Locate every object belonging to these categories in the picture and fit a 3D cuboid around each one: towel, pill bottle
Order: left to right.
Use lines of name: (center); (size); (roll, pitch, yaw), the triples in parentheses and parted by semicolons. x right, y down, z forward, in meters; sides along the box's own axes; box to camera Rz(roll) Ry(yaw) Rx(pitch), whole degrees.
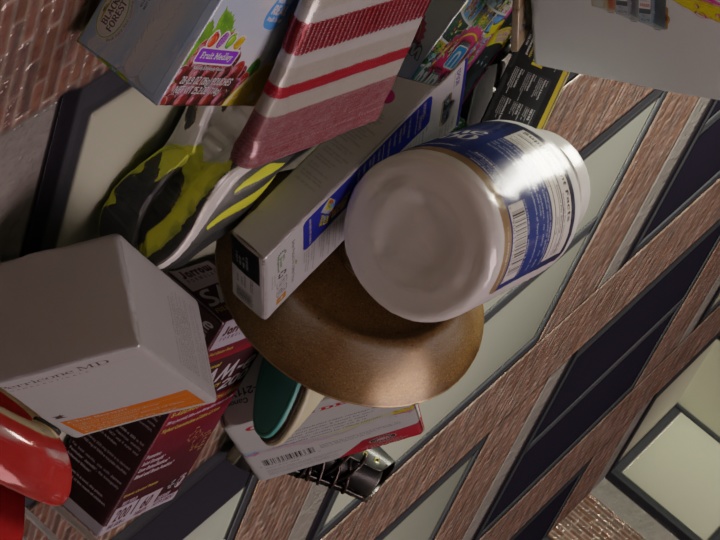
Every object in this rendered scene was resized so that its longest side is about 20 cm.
towel: (0.001, -0.156, 1.314); (0.144, 0.023, 0.201); (-26, 147, -55)
pill bottle: (0.079, -0.040, 1.541); (0.111, 0.111, 0.200); (-58, 164, 25)

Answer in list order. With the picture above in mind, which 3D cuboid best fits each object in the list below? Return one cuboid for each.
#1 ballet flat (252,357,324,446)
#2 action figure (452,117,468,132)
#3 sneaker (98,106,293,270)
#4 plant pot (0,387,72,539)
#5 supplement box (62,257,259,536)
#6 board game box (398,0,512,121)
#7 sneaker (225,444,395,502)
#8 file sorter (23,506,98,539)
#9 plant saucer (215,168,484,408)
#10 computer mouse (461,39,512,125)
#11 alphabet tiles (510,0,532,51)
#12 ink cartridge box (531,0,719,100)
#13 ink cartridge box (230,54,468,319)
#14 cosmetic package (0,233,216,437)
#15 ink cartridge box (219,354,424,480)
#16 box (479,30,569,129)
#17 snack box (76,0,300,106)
ballet flat: (-0.028, 0.032, 1.688); (0.069, 0.069, 0.202); (30, 70, -75)
action figure: (0.022, -0.049, 1.759); (0.200, 0.055, 0.118); (-50, -172, 39)
sneaker: (-0.082, -0.077, 1.446); (0.200, 0.075, 0.085); (-42, 171, 1)
plant pot: (-0.258, 0.118, 1.141); (0.183, 0.200, 0.200); (-59, 165, -2)
supplement box: (-0.138, 0.087, 1.665); (0.201, 0.061, 0.109); (-59, 163, 24)
board game box: (0.054, -0.172, 1.616); (0.200, 0.064, 0.147); (-53, 165, 10)
sneaker: (-0.037, 0.159, 2.044); (0.075, 0.106, 0.200); (-55, 165, 18)
file sorter: (-0.252, 0.243, 1.574); (0.139, 0.124, 0.200); (-42, 163, -29)
plant saucer: (0.000, 0.000, 1.586); (0.200, 0.200, 0.035); (-38, 167, -41)
computer mouse: (0.081, -0.114, 1.850); (0.201, 0.053, 0.138); (-58, 165, 25)
alphabet tiles: (0.134, -0.273, 1.550); (0.167, 0.007, 0.201); (-57, 155, -45)
ink cartridge box: (0.196, -0.238, 1.520); (0.201, 0.144, 0.146); (83, 26, -51)
ink cartridge box: (-0.007, -0.061, 1.514); (0.200, 0.037, 0.095); (-43, 163, -19)
cosmetic package: (-0.160, 0.043, 1.393); (0.101, 0.072, 0.200); (-15, 166, 7)
ink cartridge box: (-0.034, 0.088, 1.813); (0.145, 0.083, 0.200); (-16, 162, 1)
box: (0.110, -0.100, 1.741); (0.160, 0.049, 0.201); (-61, 176, -86)
snack box: (-0.050, -0.176, 1.287); (0.169, 0.068, 0.200); (-56, 166, 14)
